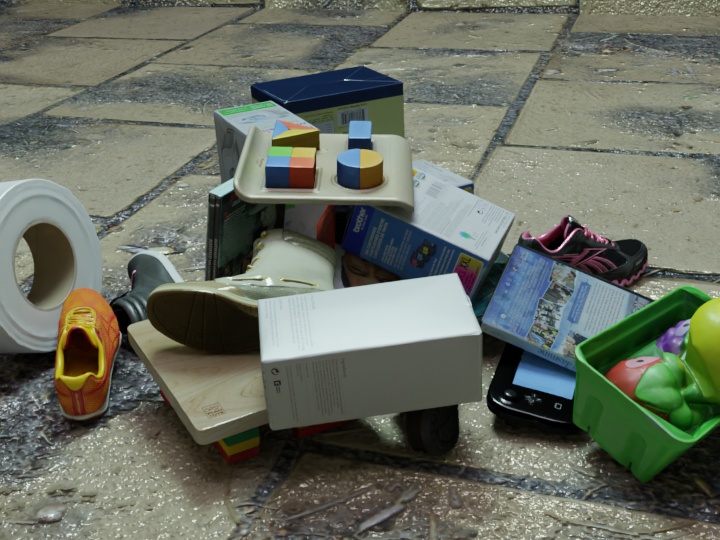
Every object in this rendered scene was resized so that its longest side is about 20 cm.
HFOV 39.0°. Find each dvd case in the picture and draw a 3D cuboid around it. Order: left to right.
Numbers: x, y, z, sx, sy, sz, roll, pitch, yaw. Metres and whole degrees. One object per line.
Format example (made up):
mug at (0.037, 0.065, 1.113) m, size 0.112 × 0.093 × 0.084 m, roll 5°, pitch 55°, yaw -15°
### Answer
dvd case at (-0.136, -0.024, 1.209) m, size 0.022 × 0.201 × 0.146 m, roll 20°, pitch 32°, yaw 21°
dvd case at (0.240, 0.054, 1.103) m, size 0.199 × 0.018 × 0.143 m, roll 23°, pitch 45°, yaw 9°

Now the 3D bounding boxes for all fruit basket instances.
fruit basket at (0.313, 0.078, 0.933) m, size 0.215 × 0.216 × 0.155 m, roll -23°, pitch 51°, yaw -37°

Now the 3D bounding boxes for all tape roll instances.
tape roll at (-0.391, -0.004, 1.179) m, size 0.070 × 0.203 × 0.202 m, roll -2°, pitch 22°, yaw 25°

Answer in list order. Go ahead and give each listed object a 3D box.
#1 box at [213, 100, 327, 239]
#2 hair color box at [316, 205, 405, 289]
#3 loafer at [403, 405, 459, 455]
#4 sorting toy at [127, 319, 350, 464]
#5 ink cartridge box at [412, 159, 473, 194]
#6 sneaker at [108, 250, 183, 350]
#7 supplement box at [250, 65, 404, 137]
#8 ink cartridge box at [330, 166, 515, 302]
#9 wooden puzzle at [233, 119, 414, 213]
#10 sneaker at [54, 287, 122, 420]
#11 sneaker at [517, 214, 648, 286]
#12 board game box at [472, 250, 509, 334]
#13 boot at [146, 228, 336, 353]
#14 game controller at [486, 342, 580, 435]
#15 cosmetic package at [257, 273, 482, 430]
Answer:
box at (-0.120, -0.112, 1.400) m, size 0.096 × 0.201 × 0.176 m, roll -14°, pitch 28°, yaw -22°
hair color box at (0.000, 0.000, 1.213) m, size 0.101 × 0.061 × 0.201 m, roll 21°, pitch 36°, yaw -17°
loafer at (0.062, 0.125, 1.037) m, size 0.071 × 0.073 × 0.200 m, roll -10°, pitch 20°, yaw 13°
sorting toy at (-0.113, 0.107, 1.057) m, size 0.199 × 0.070 × 0.199 m, roll -16°, pitch 35°, yaw -26°
ink cartridge box at (0.044, -0.093, 1.470) m, size 0.199 × 0.077 × 0.136 m, roll -14°, pitch 26°, yaw -27°
sneaker at (-0.275, 0.033, 1.251) m, size 0.099 × 0.071 × 0.200 m, roll -12°, pitch 30°, yaw -30°
supplement box at (-0.047, -0.190, 1.558) m, size 0.199 × 0.201 × 0.134 m, roll -14°, pitch 27°, yaw -23°
ink cartridge box at (0.067, -0.054, 1.196) m, size 0.199 × 0.077 × 0.136 m, roll 27°, pitch 33°, yaw 8°
wooden puzzle at (-0.037, -0.129, 1.163) m, size 0.199 × 0.047 × 0.186 m, roll 5°, pitch 29°, yaw -2°
sneaker at (-0.300, 0.075, 1.119) m, size 0.073 × 0.077 × 0.200 m, roll -5°, pitch 36°, yaw -13°
sneaker at (0.283, -0.026, 1.301) m, size 0.199 × 0.096 × 0.079 m, roll -10°, pitch 24°, yaw -19°
board game box at (0.134, 0.024, 1.229) m, size 0.135 × 0.028 × 0.200 m, roll -20°, pitch 21°, yaw -7°
boot at (-0.118, 0.015, 1.070) m, size 0.199 × 0.072 × 0.155 m, roll 4°, pitch 33°, yaw -7°
game controller at (0.200, 0.108, 1.080) m, size 0.104 × 0.042 × 0.200 m, roll 6°, pitch 27°, yaw 17°
cosmetic package at (0.007, 0.074, 0.951) m, size 0.199 × 0.085 × 0.108 m, roll -6°, pitch 31°, yaw -3°
